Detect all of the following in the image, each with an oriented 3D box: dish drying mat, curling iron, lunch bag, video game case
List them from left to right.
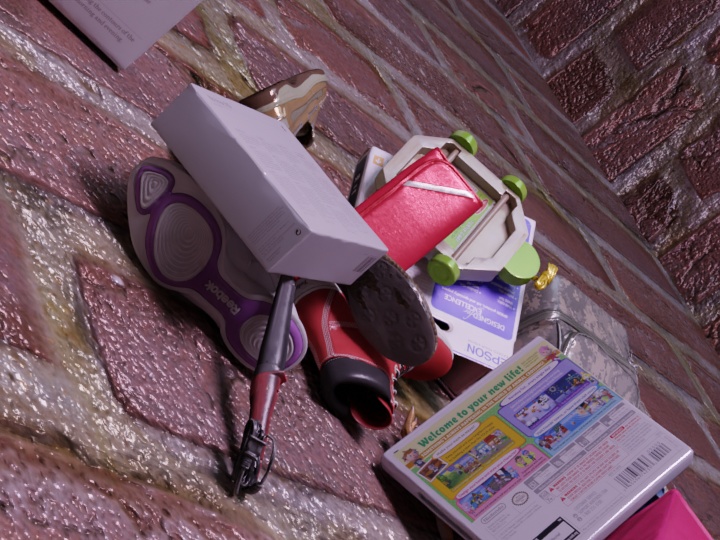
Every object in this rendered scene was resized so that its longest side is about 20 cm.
[{"bbox_3d":[-0.064,0.079,1.122,0.025,0.050,0.201,22,44,-11],"label":"curling iron"},{"bbox_3d":[0.024,-0.033,1.452,0.077,0.200,0.018,52,-21,-1],"label":"dish drying mat"},{"bbox_3d":[0.149,0.159,1.301,0.182,0.199,0.022,37,-33,32],"label":"video game case"},{"bbox_3d":[0.227,0.126,1.748,0.200,0.139,0.169,37,38,-40],"label":"lunch bag"}]

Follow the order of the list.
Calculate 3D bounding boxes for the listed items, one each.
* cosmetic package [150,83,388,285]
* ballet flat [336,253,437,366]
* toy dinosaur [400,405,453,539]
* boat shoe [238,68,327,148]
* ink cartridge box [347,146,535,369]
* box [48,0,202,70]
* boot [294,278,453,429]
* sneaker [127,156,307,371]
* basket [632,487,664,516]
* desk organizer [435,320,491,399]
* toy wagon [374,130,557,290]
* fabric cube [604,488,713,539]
[{"bbox_3d":[-0.067,-0.064,1.226,0.151,0.052,0.200,53,12,14],"label":"cosmetic package"},{"bbox_3d":[0.000,0.000,1.333,0.200,0.067,0.046,48,18,16],"label":"ballet flat"},{"bbox_3d":[0.082,0.169,1.348,0.105,0.061,0.200,24,45,11],"label":"toy dinosaur"},{"bbox_3d":[-0.075,-0.166,1.659,0.077,0.071,0.200,65,23,-7],"label":"boat shoe"},{"bbox_3d":[0.071,-0.004,1.539,0.197,0.043,0.201,24,52,-13],"label":"ink cartridge box"},{"bbox_3d":[-0.225,-0.338,1.399,0.199,0.171,0.201,43,19,-30],"label":"box"},{"bbox_3d":[0.025,0.095,1.374,0.199,0.072,0.145,24,32,-43],"label":"boot"},{"bbox_3d":[-0.118,-0.008,1.214,0.201,0.074,0.100,55,7,-21],"label":"sneaker"},{"bbox_3d":[0.195,0.240,1.364,0.138,0.177,0.200,17,22,-45],"label":"basket"},{"bbox_3d":[0.065,0.028,1.596,0.200,0.077,0.072,48,17,-13],"label":"desk organizer"},{"bbox_3d":[0.107,-0.046,1.532,0.200,0.040,0.155,42,52,2],"label":"toy wagon"},{"bbox_3d":[0.215,0.321,1.190,0.197,0.199,0.199,53,15,3],"label":"fabric cube"}]
